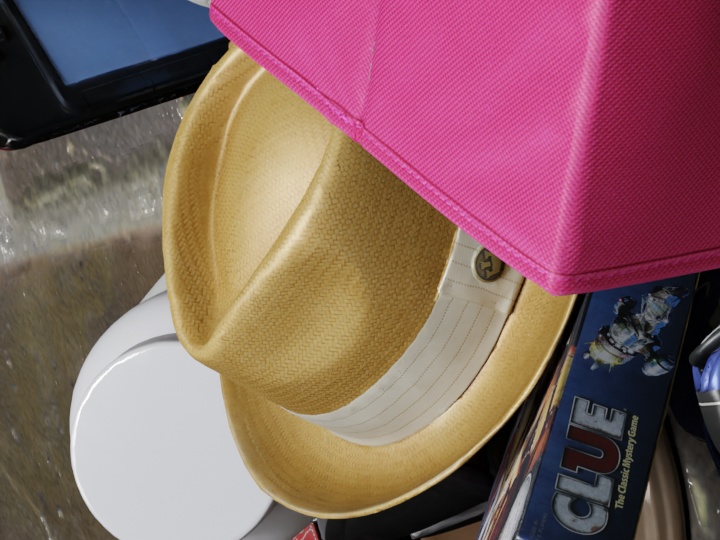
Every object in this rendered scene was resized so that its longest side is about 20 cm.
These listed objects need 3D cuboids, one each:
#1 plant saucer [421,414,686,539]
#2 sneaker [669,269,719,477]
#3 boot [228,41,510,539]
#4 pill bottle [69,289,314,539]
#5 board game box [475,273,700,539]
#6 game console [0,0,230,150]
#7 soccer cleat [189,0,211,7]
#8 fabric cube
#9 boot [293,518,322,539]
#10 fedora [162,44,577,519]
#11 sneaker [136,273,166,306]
[{"bbox_3d":[0.064,0.079,1.084,0.200,0.029,0.201,40,139,48],"label":"plant saucer"},{"bbox_3d":[0.137,0.030,0.822,0.199,0.115,0.081,-5,99,63],"label":"sneaker"},{"bbox_3d":[0.000,0.000,0.989,0.068,0.188,0.201,-23,81,20],"label":"boot"},{"bbox_3d":[-0.055,0.058,1.069,0.200,0.111,0.111,-35,-70,-81],"label":"pill bottle"},{"bbox_3d":[0.067,0.062,0.849,0.035,0.200,0.136,20,133,1],"label":"board game box"},{"bbox_3d":[-0.097,-0.166,1.070,0.173,0.200,0.119,58,136,11],"label":"game console"},{"bbox_3d":[-0.039,-0.196,1.054,0.069,0.077,0.201,-21,55,59],"label":"soccer cleat"},{"bbox_3d":[0.089,-0.136,0.713,0.200,0.196,0.200,40,133,48],"label":"fabric cube"},{"bbox_3d":[-0.001,0.136,1.155,0.200,0.072,0.145,102,149,-75],"label":"boot"},{"bbox_3d":[-0.010,-0.021,0.860,0.200,0.082,0.201,-23,59,45],"label":"fedora"},{"bbox_3d":[-0.051,0.011,1.230,0.072,0.072,0.200,54,137,1],"label":"sneaker"}]
